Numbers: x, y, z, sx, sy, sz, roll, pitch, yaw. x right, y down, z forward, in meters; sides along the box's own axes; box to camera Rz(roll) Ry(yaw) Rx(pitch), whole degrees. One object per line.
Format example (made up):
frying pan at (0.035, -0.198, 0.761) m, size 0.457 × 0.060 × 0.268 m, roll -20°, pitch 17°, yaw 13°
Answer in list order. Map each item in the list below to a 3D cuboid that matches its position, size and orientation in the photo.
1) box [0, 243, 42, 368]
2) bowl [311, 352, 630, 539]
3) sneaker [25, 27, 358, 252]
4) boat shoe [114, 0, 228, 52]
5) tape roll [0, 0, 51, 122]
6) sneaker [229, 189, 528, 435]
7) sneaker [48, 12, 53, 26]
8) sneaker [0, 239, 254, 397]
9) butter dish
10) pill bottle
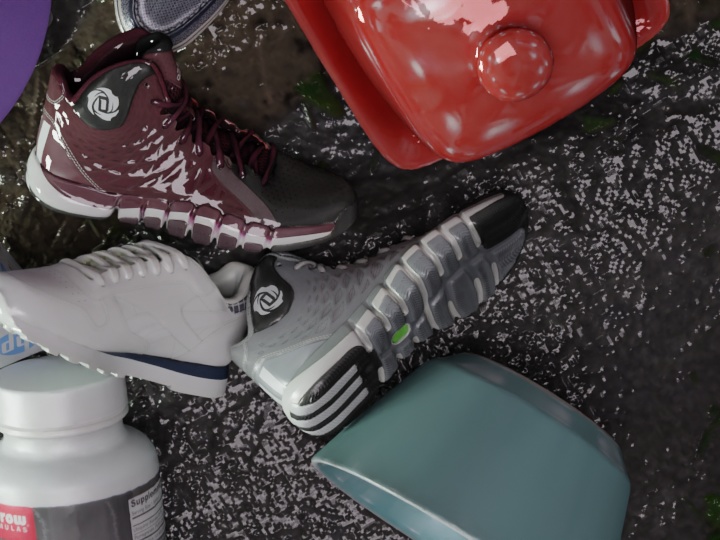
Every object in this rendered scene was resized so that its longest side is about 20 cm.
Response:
box at (-0.282, 0.017, 1.699) m, size 0.155 × 0.200 × 0.041 m, roll -23°, pitch 62°, yaw 4°
bowl at (0.081, 0.122, 1.737) m, size 0.200 × 0.201 × 0.105 m, roll 34°, pitch 82°, yaw -9°
sneaker at (-0.095, -0.081, 1.715) m, size 0.199 × 0.076 × 0.116 m, roll 7°, pitch 120°, yaw -3°
boat shoe at (-0.084, -0.210, 1.686) m, size 0.074 × 0.093 × 0.201 m, roll 27°, pitch 102°, yaw -7°
tape roll at (-0.276, -0.155, 1.658) m, size 0.199 × 0.066 × 0.201 m, roll -4°, pitch 80°, yaw 25°
sneaker at (0.000, 0.000, 1.753) m, size 0.200 × 0.115 × 0.075 m, roll -41°, pitch 143°, yaw -21°
sneaker at (-0.146, -0.225, 1.695) m, size 0.200 × 0.070 × 0.082 m, roll -40°, pitch 98°, yaw 17°
sneaker at (-0.143, 0.017, 1.716) m, size 0.076 × 0.200 × 0.081 m, roll 32°, pitch 102°, yaw 37°
butter dish at (0.073, -0.145, 1.662) m, size 0.199 × 0.148 × 0.200 m, roll -29°, pitch 122°, yaw 6°
pill bottle at (-0.173, 0.157, 1.767) m, size 0.110 × 0.111 × 0.201 m, roll -5°, pitch 104°, yaw 0°
